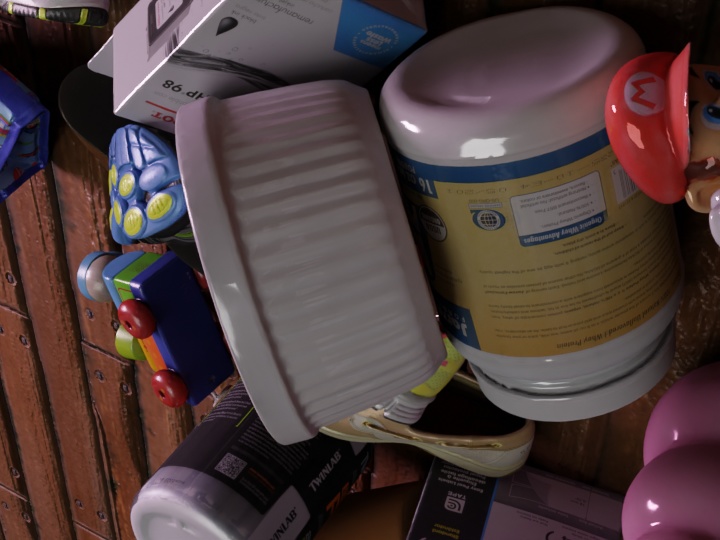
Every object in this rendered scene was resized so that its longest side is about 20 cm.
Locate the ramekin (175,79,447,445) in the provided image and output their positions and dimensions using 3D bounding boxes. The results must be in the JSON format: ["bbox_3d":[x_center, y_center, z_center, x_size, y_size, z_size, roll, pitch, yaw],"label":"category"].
[{"bbox_3d":[-0.023,-0.013,0.717,0.105,0.200,0.200,-17,121,2],"label":"ramekin"}]

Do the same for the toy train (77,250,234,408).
[{"bbox_3d":[-0.159,0.071,1.062,0.116,0.085,0.200,13,133,43],"label":"toy train"}]

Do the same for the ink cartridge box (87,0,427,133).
[{"bbox_3d":[-0.068,-0.131,0.758,0.116,0.067,0.200,15,145,-36],"label":"ink cartridge box"}]

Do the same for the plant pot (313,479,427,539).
[{"bbox_3d":[0.027,0.253,1.006,0.140,0.200,0.200,-34,102,32],"label":"plant pot"}]

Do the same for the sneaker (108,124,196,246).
[{"bbox_3d":[-0.119,-0.052,0.818,0.200,0.083,0.071,164,103,-77],"label":"sneaker"}]

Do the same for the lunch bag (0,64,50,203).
[{"bbox_3d":[-0.303,-0.137,0.941,0.151,0.094,0.200,43,154,-4],"label":"lunch bag"}]

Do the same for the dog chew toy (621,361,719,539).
[{"bbox_3d":[0.210,0.144,0.743,0.124,0.200,0.125,21,137,22],"label":"dog chew toy"}]

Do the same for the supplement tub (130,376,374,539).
[{"bbox_3d":[-0.069,0.147,0.962,0.122,0.200,0.123,22,137,22],"label":"supplement tub"}]

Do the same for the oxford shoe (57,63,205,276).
[{"bbox_3d":[-0.146,-0.072,0.946,0.200,0.071,0.071,51,169,-15],"label":"oxford shoe"}]

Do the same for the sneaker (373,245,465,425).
[{"bbox_3d":[0.000,0.000,0.845,0.090,0.078,0.200,-41,88,20],"label":"sneaker"}]

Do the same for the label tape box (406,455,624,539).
[{"bbox_3d":[0.097,0.220,0.875,0.144,0.200,0.063,16,125,7],"label":"label tape box"}]

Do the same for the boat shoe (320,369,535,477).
[{"bbox_3d":[0.031,0.088,0.909,0.200,0.074,0.066,14,149,1],"label":"boat shoe"}]

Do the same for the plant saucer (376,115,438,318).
[{"bbox_3d":[0.008,-0.030,0.878,0.200,0.029,0.200,22,137,22],"label":"plant saucer"}]

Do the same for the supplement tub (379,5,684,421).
[{"bbox_3d":[0.102,-0.030,0.714,0.144,0.145,0.200,6,128,34],"label":"supplement tub"}]

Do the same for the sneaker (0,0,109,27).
[{"bbox_3d":[-0.245,-0.219,0.888,0.200,0.075,0.077,16,102,31],"label":"sneaker"}]

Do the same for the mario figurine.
[{"bbox_3d":[0.213,-0.066,0.585,0.200,0.124,0.106,9,114,-3],"label":"mario figurine"}]
